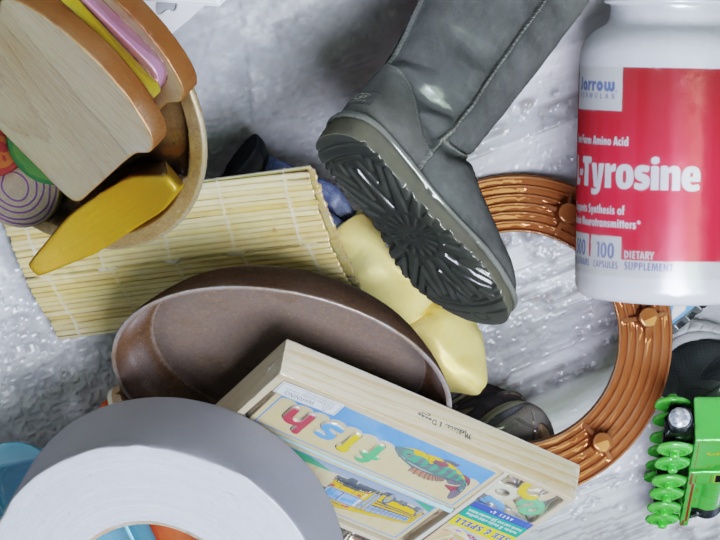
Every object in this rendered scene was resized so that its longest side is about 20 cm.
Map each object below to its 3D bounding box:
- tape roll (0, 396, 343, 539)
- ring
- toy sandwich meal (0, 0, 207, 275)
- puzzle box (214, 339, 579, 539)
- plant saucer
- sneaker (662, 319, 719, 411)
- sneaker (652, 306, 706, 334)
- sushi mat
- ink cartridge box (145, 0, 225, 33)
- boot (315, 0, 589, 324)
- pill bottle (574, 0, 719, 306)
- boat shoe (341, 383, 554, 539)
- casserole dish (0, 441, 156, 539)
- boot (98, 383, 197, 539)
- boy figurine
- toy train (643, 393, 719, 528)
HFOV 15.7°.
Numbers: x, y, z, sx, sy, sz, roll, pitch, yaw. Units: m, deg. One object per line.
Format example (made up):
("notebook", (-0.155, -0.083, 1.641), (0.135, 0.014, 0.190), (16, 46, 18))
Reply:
("tape roll", (-0.111, 0.176, 1.496), (0.200, 0.066, 0.201), (3, 113, 8))
("ring", (0.098, 0.041, 1.603), (0.200, 0.019, 0.201), (0, 91, -10))
("toy sandwich meal", (-0.168, -0.083, 1.410), (0.205, 0.070, 0.206), (16, 130, 21))
("puzzle box", (0.010, 0.114, 1.531), (0.200, 0.025, 0.133), (24, 144, -18))
("plant saucer", (-0.044, 0.055, 1.513), (0.200, 0.035, 0.200), (7, 145, 5))
("sneaker", (0.282, 0.082, 1.698), (0.199, 0.085, 0.075), (0, 116, -19))
("sneaker", (0.219, -0.040, 1.635), (0.072, 0.072, 0.200), (31, 112, 6))
("sushi mat", (-0.105, -0.009, 1.504), (0.199, 0.012, 0.096), (-6, 124, 21))
("ink cartridge box", (-0.085, -0.219, 1.397), (0.068, 0.116, 0.201), (8, 121, 24))
("boot", (0.075, -0.095, 1.504), (0.182, 0.072, 0.200), (55, 52, -32))
("pill bottle", (0.184, -0.083, 1.546), (0.112, 0.112, 0.201), (-1, 95, -19))
("boat shoe", (0.031, 0.146, 1.651), (0.200, 0.073, 0.075), (-35, 124, -7))
("casserole dish", (-0.166, 0.183, 1.580), (0.121, 0.039, 0.200), (-13, 109, 32))
("boot", (-0.129, 0.164, 1.607), (0.107, 0.075, 0.200), (-22, 113, 14))
("boy figurine", (0.000, 0.000, 1.539), (0.200, 0.064, 0.124), (34, 100, -11))
("toy train", (0.211, 0.123, 1.657), (0.056, 0.042, 0.200), (-1, 159, 4))
